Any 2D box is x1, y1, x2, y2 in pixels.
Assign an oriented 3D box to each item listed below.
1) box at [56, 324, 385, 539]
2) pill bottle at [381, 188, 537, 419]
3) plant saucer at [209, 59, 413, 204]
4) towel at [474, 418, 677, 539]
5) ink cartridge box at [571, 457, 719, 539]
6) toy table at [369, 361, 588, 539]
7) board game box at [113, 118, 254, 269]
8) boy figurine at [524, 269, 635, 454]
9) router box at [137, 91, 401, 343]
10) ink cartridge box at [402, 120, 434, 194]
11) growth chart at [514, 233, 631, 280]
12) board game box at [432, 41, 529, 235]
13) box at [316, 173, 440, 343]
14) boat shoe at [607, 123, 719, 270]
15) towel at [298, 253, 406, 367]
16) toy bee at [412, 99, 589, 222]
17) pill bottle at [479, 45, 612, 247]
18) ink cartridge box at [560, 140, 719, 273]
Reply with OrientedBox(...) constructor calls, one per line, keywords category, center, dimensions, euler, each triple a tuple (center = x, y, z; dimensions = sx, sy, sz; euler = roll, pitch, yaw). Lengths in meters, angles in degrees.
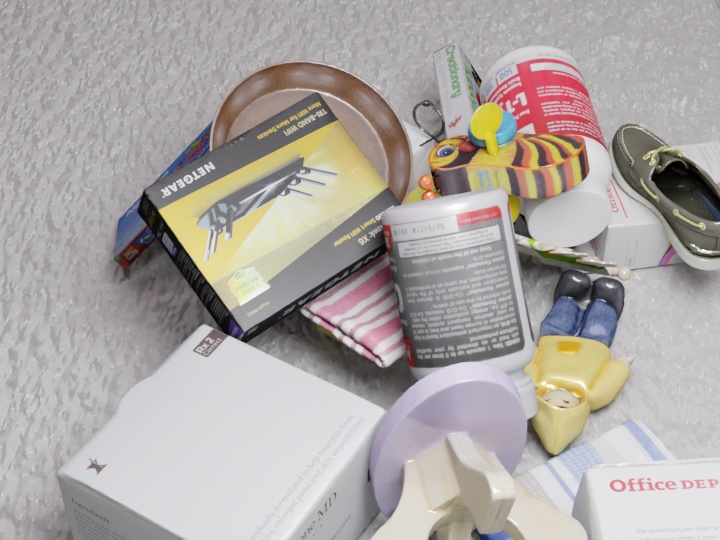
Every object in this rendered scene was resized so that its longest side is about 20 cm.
OrientedBox(category="box", center=(-0.110, 0.182, 1.204), dimensions=(0.199, 0.131, 0.199), euler=(23, 49, 23))
OrientedBox(category="pill bottle", center=(0.090, 0.035, 1.262), dimensions=(0.113, 0.201, 0.114), euler=(-11, 4, 1))
OrientedBox(category="plant saucer", center=(-0.048, -0.106, 1.379), dimensions=(0.199, 0.035, 0.201), euler=(6, 67, -13))
OrientedBox(category="towel", center=(0.205, 0.212, 1.245), dimensions=(0.199, 0.024, 0.147), euler=(-22, 46, -20))
OrientedBox(category="ink cartridge box", center=(0.257, 0.255, 1.131), dimensions=(0.145, 0.088, 0.201), euler=(-2, 53, -6))
OrientedBox(category="toy table", center=(0.079, 0.183, 1.148), dimensions=(0.183, 0.200, 0.117), euler=(-11, 49, -6))
OrientedBox(category="board game box", center=(-0.179, -0.095, 1.469), dimensions=(0.200, 0.019, 0.103), euler=(-44, 23, 14))
OrientedBox(category="boy figurine", center=(0.192, 0.086, 1.350), dimensions=(0.124, 0.065, 0.200), euler=(15, 43, 13))
OrientedBox(category="router box", center=(-0.076, -0.048, 1.300), dimensions=(0.200, 0.052, 0.157), euler=(-33, 81, -24))
OrientedBox(category="ink cartridge box", center=(-0.018, -0.124, 1.536), dimensions=(0.200, 0.116, 0.067), euler=(30, 52, 29))
OrientedBox(category="growth chart", center=(0.156, -0.025, 1.398), dimensions=(0.199, 0.018, 0.145), euler=(15, -1, -34))
OrientedBox(category="board game box", center=(0.129, -0.140, 1.545), dimensions=(0.035, 0.126, 0.200), euler=(-25, 41, 18))
OrientedBox(category="box", center=(0.033, -0.012, 1.448), dimensions=(0.050, 0.075, 0.200), euler=(27, 51, 27))
OrientedBox(category="boat shoe", center=(0.313, -0.088, 1.434), dimensions=(0.072, 0.060, 0.202), euler=(-15, 47, -15))
OrientedBox(category="towel", center=(0.000, 0.000, 1.362), dimensions=(0.200, 0.030, 0.146), euler=(34, 53, 27))
OrientedBox(category="toy bee", center=(0.112, -0.093, 1.366), dimensions=(0.200, 0.131, 0.109), euler=(-7, 32, 50))
OrientedBox(category="pill bottle", center=(0.192, -0.125, 1.464), dimensions=(0.112, 0.112, 0.201), euler=(-6, 50, -5))
OrientedBox(category="ink cartridge box", center=(0.296, -0.066, 1.503), dimensions=(0.199, 0.068, 0.117), euler=(-8, 44, -7))
